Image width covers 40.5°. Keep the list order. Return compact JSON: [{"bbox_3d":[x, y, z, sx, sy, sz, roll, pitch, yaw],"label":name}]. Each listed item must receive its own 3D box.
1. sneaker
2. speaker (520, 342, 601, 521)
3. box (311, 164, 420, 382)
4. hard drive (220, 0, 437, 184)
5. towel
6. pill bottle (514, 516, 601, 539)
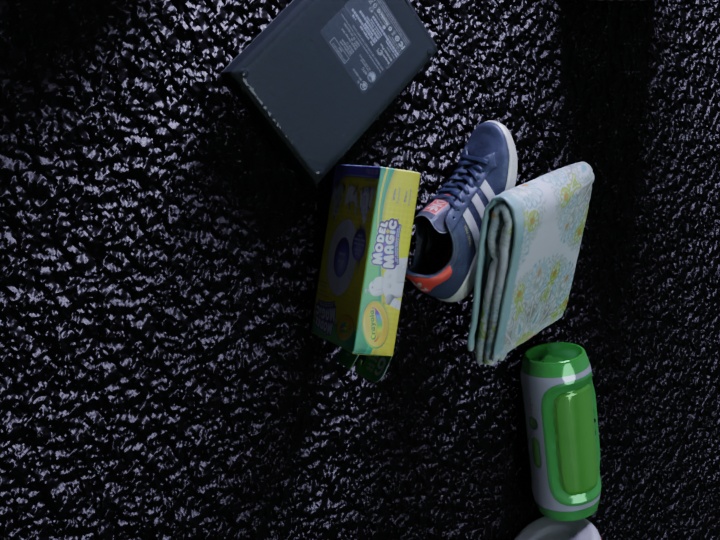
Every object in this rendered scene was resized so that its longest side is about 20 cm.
[{"bbox_3d":[0.101,-0.069,1.034,0.084,0.075,0.201,18,87,-40],"label":"sneaker"},{"bbox_3d":[0.240,0.192,1.169,0.088,0.088,0.201,-17,107,-32],"label":"speaker"},{"bbox_3d":[0.000,0.000,0.947,0.048,0.117,0.201,5,94,-24],"label":"box"},{"bbox_3d":[-0.025,-0.202,0.949,0.200,0.033,0.140,-50,121,-19],"label":"hard drive"},{"bbox_3d":[0.185,-0.009,1.073,0.171,0.048,0.201,-26,132,-47],"label":"towel"},{"bbox_3d":[0.267,0.410,1.204,0.114,0.114,0.201,-36,117,-25],"label":"pill bottle"}]
